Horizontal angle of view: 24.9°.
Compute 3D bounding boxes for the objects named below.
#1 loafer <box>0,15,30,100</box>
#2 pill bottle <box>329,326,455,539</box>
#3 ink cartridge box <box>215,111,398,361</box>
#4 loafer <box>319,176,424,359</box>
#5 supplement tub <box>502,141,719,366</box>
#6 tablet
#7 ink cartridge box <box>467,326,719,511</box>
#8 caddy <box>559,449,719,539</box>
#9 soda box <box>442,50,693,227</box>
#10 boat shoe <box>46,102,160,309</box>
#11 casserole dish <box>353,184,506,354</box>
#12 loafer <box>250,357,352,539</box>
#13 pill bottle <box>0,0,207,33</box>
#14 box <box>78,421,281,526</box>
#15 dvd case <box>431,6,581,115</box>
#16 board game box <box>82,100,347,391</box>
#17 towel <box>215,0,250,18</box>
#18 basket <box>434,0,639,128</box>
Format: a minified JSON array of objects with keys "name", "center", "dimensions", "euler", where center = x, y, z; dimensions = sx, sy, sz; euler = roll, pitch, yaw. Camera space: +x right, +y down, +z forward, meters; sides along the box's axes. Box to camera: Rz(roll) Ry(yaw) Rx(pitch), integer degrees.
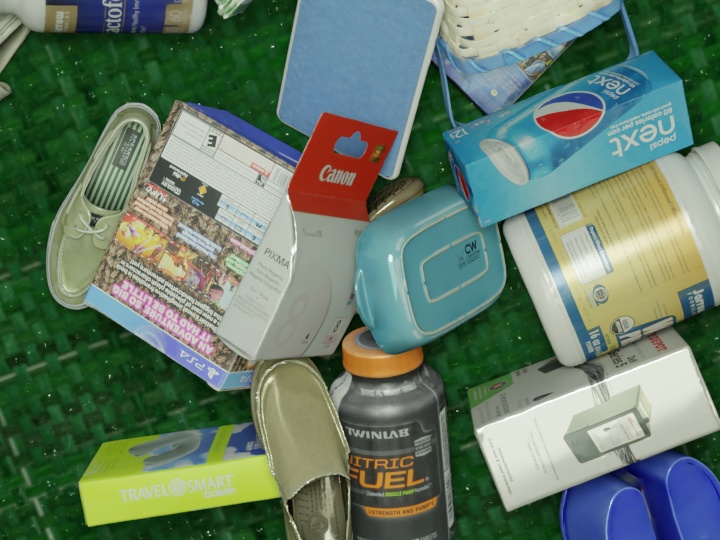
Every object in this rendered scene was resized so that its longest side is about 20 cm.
[{"name":"loafer","center":[-0.345,-0.167,1.443],"dimensions":[0.070,0.070,0.201],"euler":[29,99,4]},{"name":"pill bottle","center":[0.027,0.151,1.465],"dimensions":[0.106,0.106,0.201],"euler":[-5,111,2]},{"name":"ink cartridge box","center":[-0.027,-0.023,1.347],"dimensions":[0.057,0.162,0.201],"euler":[35,102,20]},{"name":"loafer","center":[0.000,0.000,1.472],"dimensions":[0.067,0.076,0.200],"euler":[39,107,-9]},{"name":"supplement tub","center":[0.240,-0.017,1.426],"dimensions":[0.199,0.145,0.145],"euler":[-24,100,5]},{"name":"tablet","center":[-0.003,-0.178,1.396],"dimensions":[0.130,0.014,0.201],"euler":[29,137,14]},{"name":"ink cartridge box","center":[0.203,0.123,1.453],"dimensions":[0.199,0.146,0.084],"euler":[-22,99,4]},{"name":"caddy","center":[0.265,0.250,1.500],"dimensions":[0.141,0.105,0.201],"euler":[-23,100,-19]},{"name":"soda box","center":[0.177,-0.113,1.391],"dimensions":[0.199,0.064,0.068],"euler":[-22,126,-5]},{"name":"boat shoe","center":[-0.236,-0.057,1.466],"dimensions":[0.072,0.062,0.201],"euler":[20,101,-3]},{"name":"casserole dish","center":[0.068,-0.003,1.413],"dimensions":[0.039,0.200,0.122],"euler":[-3,106,38]},{"name":"loafer","center":[-0.041,0.163,1.389],"dimensions":[0.075,0.068,0.201],"euler":[-15,92,-15]},{"name":"pill bottle","center":[-0.233,-0.259,1.381],"dimensions":[0.199,0.116,0.116],"euler":[-2,101,-13]},{"name":"box","center":[-0.145,0.180,1.480],"dimensions":[0.199,0.122,0.048],"euler":[-8,100,2]},{"name":"dvd case","center":[0.137,-0.252,1.447],"dimensions":[0.143,0.018,0.200],"euler":[43,99,-6]},{"name":"board game box","center":[-0.120,-0.021,1.425],"dimensions":[0.159,0.097,0.201],"euler":[31,101,22]},{"name":"towel","center":[-0.049,-0.292,1.375],"dimensions":[0.200,0.149,0.031],"euler":[-44,98,7]},{"name":"basket","center":[0.141,-0.221,1.382],"dimensions":[0.176,0.139,0.201],"euler":[-21,126,-2]}]
